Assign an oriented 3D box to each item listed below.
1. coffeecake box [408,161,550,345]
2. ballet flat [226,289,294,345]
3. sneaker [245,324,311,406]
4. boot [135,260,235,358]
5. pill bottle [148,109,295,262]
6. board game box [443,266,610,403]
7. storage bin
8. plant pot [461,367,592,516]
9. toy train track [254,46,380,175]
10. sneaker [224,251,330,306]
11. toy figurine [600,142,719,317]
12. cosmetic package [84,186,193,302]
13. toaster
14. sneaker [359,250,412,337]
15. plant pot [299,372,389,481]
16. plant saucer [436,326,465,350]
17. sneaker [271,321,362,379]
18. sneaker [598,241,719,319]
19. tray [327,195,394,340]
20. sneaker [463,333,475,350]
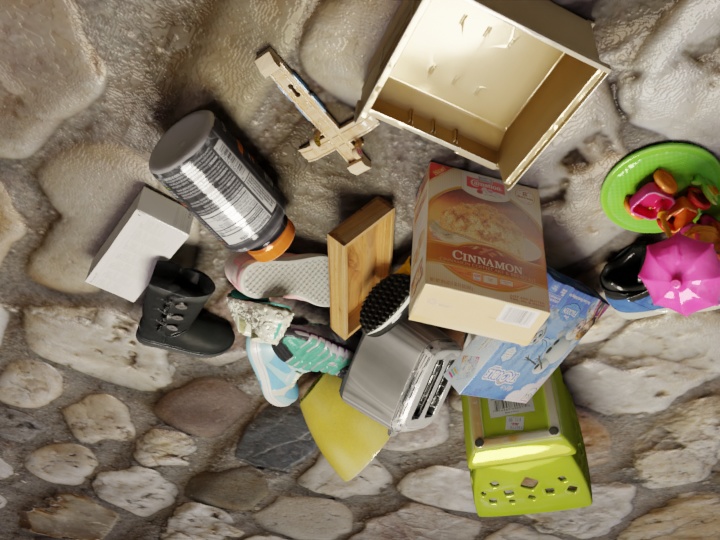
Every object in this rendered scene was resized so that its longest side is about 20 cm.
[{"bbox_3d":[0.144,-0.024,0.919,0.151,0.202,0.073,12,140,-7],"label":"coffeecake box"},{"bbox_3d":[-0.156,0.069,1.089,0.071,0.073,0.199,28,174,-23],"label":"ballet flat"},{"bbox_3d":[-0.107,0.165,1.266,0.128,0.080,0.201,-3,139,14],"label":"sneaker"},{"bbox_3d":[-0.254,0.062,1.149,0.162,0.066,0.201,5,146,-22],"label":"boot"},{"bbox_3d":[-0.166,-0.097,0.951,0.105,0.107,0.200,-18,134,26],"label":"pill bottle"},{"bbox_3d":[0.237,0.096,1.045,0.199,0.043,0.200,16,116,-49],"label":"board game box"},{"bbox_3d":[0.119,-0.206,0.796,0.197,0.095,0.199,20,137,-15],"label":"storage bin"},{"bbox_3d":[0.266,0.270,1.241,0.197,0.201,0.183,-12,135,14],"label":"plant pot"},{"bbox_3d":[-0.054,-0.180,0.896,0.114,0.033,0.200,-23,130,30],"label":"toy train track"},{"bbox_3d":[-0.106,0.004,1.095,0.198,0.077,0.104,4,-171,-35],"label":"sneaker"},{"bbox_3d":[0.395,-0.025,0.896,0.198,0.186,0.150,22,137,-18],"label":"toy figurine"},{"bbox_3d":[-0.323,-0.034,1.087,0.082,0.051,0.200,26,136,-27],"label":"cosmetic package"},{"bbox_3d":[0.064,0.143,1.111,0.113,0.128,0.202,9,108,-53],"label":"toaster"},{"bbox_3d":[0.086,0.028,1.048,0.090,0.070,0.201,30,108,-37],"label":"sneaker"},{"bbox_3d":[-0.019,0.229,1.265,0.142,0.200,0.200,40,134,-1],"label":"plant pot"},{"bbox_3d":[0.184,0.107,1.193,0.197,0.035,0.202,3,140,3],"label":"plant saucer"},{"bbox_3d":[-0.064,0.107,1.162,0.074,0.088,0.199,-34,137,28],"label":"sneaker"},{"bbox_3d":[0.423,0.004,1.007,0.198,0.078,0.111,-14,145,32],"label":"sneaker"},{"bbox_3d":[0.000,0.000,1.048,0.037,0.098,0.202,35,147,27],"label":"tray"},{"bbox_3d":[0.159,0.062,1.042,0.128,0.080,0.201,-7,133,-37],"label":"sneaker"}]
